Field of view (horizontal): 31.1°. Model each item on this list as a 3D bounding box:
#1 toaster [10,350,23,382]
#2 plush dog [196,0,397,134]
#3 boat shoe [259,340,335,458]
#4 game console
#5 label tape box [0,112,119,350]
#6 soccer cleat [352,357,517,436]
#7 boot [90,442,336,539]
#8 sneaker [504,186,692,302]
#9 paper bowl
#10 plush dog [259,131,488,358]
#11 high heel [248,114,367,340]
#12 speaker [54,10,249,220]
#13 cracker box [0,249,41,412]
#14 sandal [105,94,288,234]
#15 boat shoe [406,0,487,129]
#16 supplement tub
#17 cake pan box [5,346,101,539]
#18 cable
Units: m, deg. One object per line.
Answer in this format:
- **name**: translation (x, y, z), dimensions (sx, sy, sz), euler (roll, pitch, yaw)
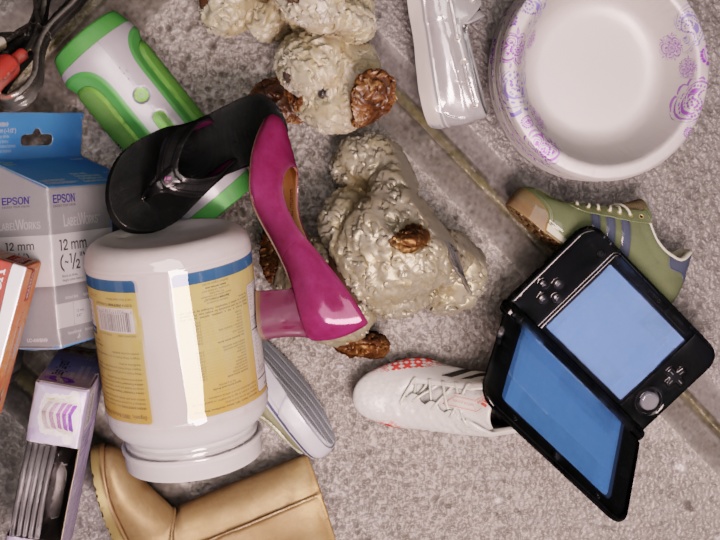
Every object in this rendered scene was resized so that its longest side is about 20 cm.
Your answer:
- **toaster**: translation (-0.378, 0.060, 1.146), dimensions (0.198, 0.129, 0.115), euler (6, 94, -8)
- **plush dog**: translation (-0.035, -0.208, 1.167), dimensions (0.159, 0.199, 0.174), euler (-19, 107, -36)
- **boat shoe**: translation (-0.104, 0.103, 1.224), dimensions (0.062, 0.072, 0.200), euler (-40, 91, 15)
- **game console**: translation (0.226, 0.094, 1.193), dimensions (0.176, 0.117, 0.200), euler (-44, 109, 9)
- **label tape box**: translation (-0.257, -0.040, 1.142), dimensions (0.065, 0.143, 0.203), euler (0, 96, 21)
- **soccer cleat**: translation (0.093, 0.124, 1.234), dimensions (0.198, 0.085, 0.069), euler (6, 94, -8)
- **boot**: translation (-0.139, 0.215, 1.224), dimensions (0.198, 0.066, 0.177), euler (-18, 108, -5)
- **sneaker**: translation (0.238, -0.038, 1.253), dimensions (0.200, 0.067, 0.090), euler (37, 89, -14)
- **paper bowl**: translation (0.217, -0.186, 1.218), dimensions (0.198, 0.104, 0.203), euler (0, 94, -7)
- **plush dog**: translation (0.000, 0.000, 1.188), dimensions (0.171, 0.161, 0.200), euler (-37, 99, 20)
- **high heel**: translation (-0.042, -0.039, 1.108), dimensions (0.095, 0.067, 0.203), euler (-6, 82, 15)
- **speaker**: translation (-0.187, -0.134, 1.176), dimensions (0.088, 0.088, 0.201), euler (-39, 98, -3)
- **cracker box**: translation (-0.374, 0.031, 1.045), dimensions (0.198, 0.058, 0.135), euler (16, 94, -3)
- **sandal**: translation (-0.138, -0.102, 1.114), dimensions (0.200, 0.048, 0.076), euler (-38, 97, -35)
- **boat shoe**: translation (0.082, -0.235, 1.204), dimensions (0.068, 0.072, 0.203), euler (-5, 95, 14)
- **supplement tub**: translation (-0.156, 0.066, 1.116), dimensions (0.143, 0.145, 0.202), euler (-7, 103, -7)
- **cake pan box**: translation (-0.267, 0.172, 1.133), dimensions (0.052, 0.200, 0.186), euler (9, 95, -8)
- **cable**: translation (-0.290, -0.206, 1.119), dimensions (0.096, 0.051, 0.201), euler (19, 55, 23)
